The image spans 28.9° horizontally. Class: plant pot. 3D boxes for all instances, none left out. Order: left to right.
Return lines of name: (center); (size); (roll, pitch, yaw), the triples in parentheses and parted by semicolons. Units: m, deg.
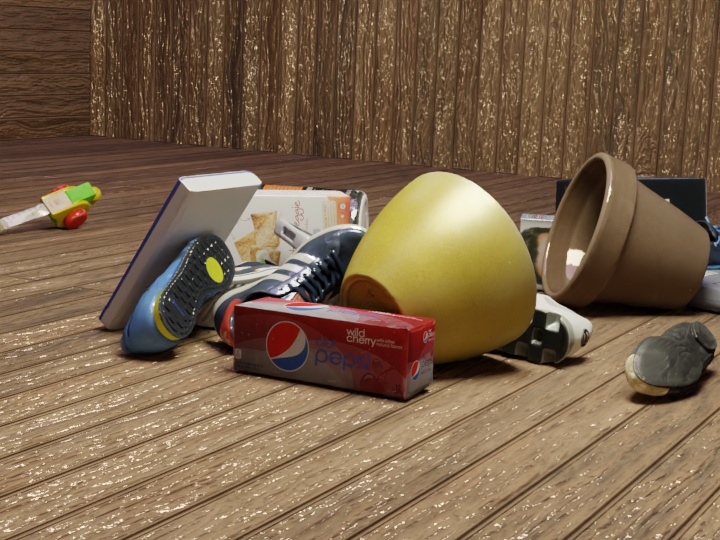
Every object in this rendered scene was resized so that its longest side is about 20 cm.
plant pot: (0.063, 0.019, 1.448); (0.141, 0.202, 0.199); (-32, 29, -35)
plant pot: (0.353, -0.031, 1.819); (0.173, 0.202, 0.200); (18, 7, -10)

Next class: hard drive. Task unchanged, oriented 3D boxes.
hard drive: (-0.202, -0.023, 1.572); (0.025, 0.201, 0.131); (44, 27, 19)

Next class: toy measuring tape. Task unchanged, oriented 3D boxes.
toy measuring tape: (-0.513, -0.091, 2.299); (0.199, 0.074, 0.073); (-27, 25, -34)

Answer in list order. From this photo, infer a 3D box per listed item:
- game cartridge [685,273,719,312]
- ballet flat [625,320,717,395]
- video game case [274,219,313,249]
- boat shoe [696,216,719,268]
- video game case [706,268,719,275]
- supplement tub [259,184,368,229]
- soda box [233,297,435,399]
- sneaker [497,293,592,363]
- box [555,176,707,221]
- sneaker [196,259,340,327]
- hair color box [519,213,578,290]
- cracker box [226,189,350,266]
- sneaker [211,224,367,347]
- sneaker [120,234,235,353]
game cartridge: (0.527, 0.031, 1.886); (0.132, 0.041, 0.199); (16, 16, 42)
ballet flat: (0.314, 0.098, 1.427); (0.067, 0.057, 0.199); (51, 29, 14)
video game case: (0.000, 0.000, 1.679); (0.198, 0.024, 0.182); (26, 3, -15)
boat shoe: (0.508, -0.040, 2.058); (0.198, 0.070, 0.084); (-5, 12, -41)
video game case: (0.545, 0.001, 2.106); (0.198, 0.024, 0.181); (-3, 11, -31)
supplement tub: (-0.091, -0.058, 1.983); (0.197, 0.124, 0.123); (4, 9, 7)
soda box: (-0.027, 0.073, 1.376); (0.198, 0.071, 0.063); (7, 10, 27)
sneaker: (0.167, 0.053, 1.558); (0.199, 0.075, 0.088); (22, 19, 35)
box: (0.426, -0.086, 2.223); (0.197, 0.126, 0.197); (-1, 2, -4)
sneaker: (-0.098, 0.027, 1.607); (0.197, 0.079, 0.079); (3, 14, 10)
hair color box: (0.318, -0.021, 1.938); (0.197, 0.100, 0.061); (4, 10, 10)
cracker box: (-0.115, -0.034, 1.795); (0.197, 0.136, 0.058); (0, 10, -14)
sneaker: (-0.065, 0.025, 1.501); (0.199, 0.075, 0.085); (-34, 21, -2)
sneaker: (-0.200, 0.025, 1.512); (0.078, 0.066, 0.200); (-26, 17, 29)
